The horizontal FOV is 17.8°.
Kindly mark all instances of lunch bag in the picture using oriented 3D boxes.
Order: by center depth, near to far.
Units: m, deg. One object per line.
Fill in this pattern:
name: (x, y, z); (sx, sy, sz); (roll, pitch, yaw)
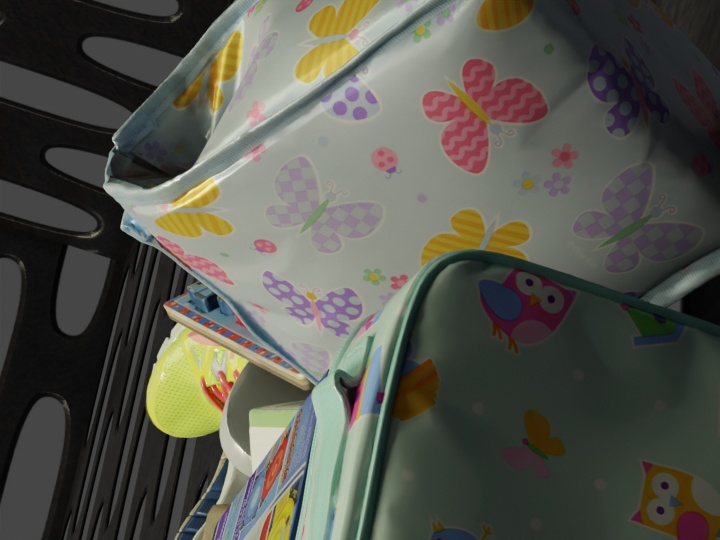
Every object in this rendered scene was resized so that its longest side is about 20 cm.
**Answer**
lunch bag: (0.051, 0.099, 0.691); (0.077, 0.159, 0.202); (129, 156, -63)
lunch bag: (0.023, -0.042, 0.871); (0.199, 0.169, 0.128); (-36, 28, 25)

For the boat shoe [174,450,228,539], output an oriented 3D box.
boat shoe: (-0.050, 0.140, 1.386); (0.200, 0.072, 0.073); (-51, -41, -41)

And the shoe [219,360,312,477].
shoe: (0.001, 0.059, 1.135); (0.200, 0.071, 0.091); (-38, -18, -37)

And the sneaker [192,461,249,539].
sneaker: (-0.039, 0.109, 1.246); (0.202, 0.070, 0.080); (-65, -15, -1)

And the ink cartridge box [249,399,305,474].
ink cartridge box: (0.014, 0.156, 0.975); (0.145, 0.048, 0.202); (-4, 91, 51)

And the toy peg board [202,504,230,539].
toy peg board: (-0.078, 0.242, 1.054); (0.200, 0.097, 0.201); (59, -145, -50)

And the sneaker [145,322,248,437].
sneaker: (-0.050, 0.057, 1.341); (0.199, 0.078, 0.091); (-27, 32, 27)

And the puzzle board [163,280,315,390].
puzzle board: (0.000, 0.000, 1.103); (0.200, 0.150, 0.018); (21, 135, 66)

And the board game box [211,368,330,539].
board game box: (-0.037, 0.151, 0.767); (0.136, 0.034, 0.201); (126, 161, -55)
